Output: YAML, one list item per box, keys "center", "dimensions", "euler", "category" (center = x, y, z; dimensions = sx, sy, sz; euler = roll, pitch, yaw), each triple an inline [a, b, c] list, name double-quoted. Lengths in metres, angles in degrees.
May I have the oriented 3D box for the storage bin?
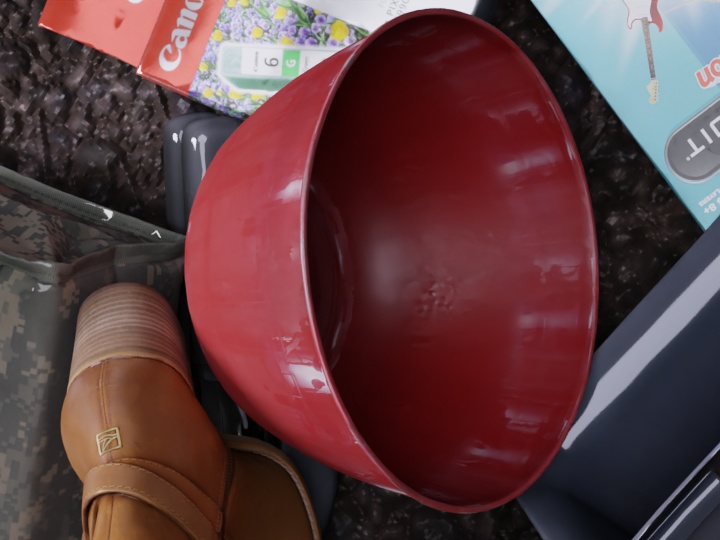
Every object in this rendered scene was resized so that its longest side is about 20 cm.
- center: [0.186, 0.070, 0.973]
  dimensions: [0.134, 0.146, 0.200]
  euler: [38, 97, -23]
  category: "storage bin"

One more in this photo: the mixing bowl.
- center: [0.000, 0.000, 0.969]
  dimensions: [0.108, 0.200, 0.201]
  euler: [-6, 87, 38]
  category: "mixing bowl"

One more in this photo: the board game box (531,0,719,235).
- center: [0.152, -0.139, 1.037]
  dimensions: [0.151, 0.047, 0.200]
  euler: [-37, 82, 8]
  category: "board game box"

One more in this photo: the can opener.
- center: [-0.049, 0.029, 1.065]
  dimensions: [0.067, 0.053, 0.201]
  euler: [-5, 99, -22]
  category: "can opener"

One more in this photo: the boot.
- center: [-0.063, 0.119, 0.953]
  dimensions: [0.076, 0.156, 0.200]
  euler: [-14, 130, 5]
  category: "boot"

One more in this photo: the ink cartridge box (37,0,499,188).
- center: [-0.046, -0.123, 1.073]
  dimensions: [0.199, 0.050, 0.109]
  euler: [23, 94, 10]
  category: "ink cartridge box"

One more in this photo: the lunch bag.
- center: [-0.191, 0.036, 1.052]
  dimensions: [0.199, 0.117, 0.165]
  euler: [20, 108, 29]
  category: "lunch bag"
